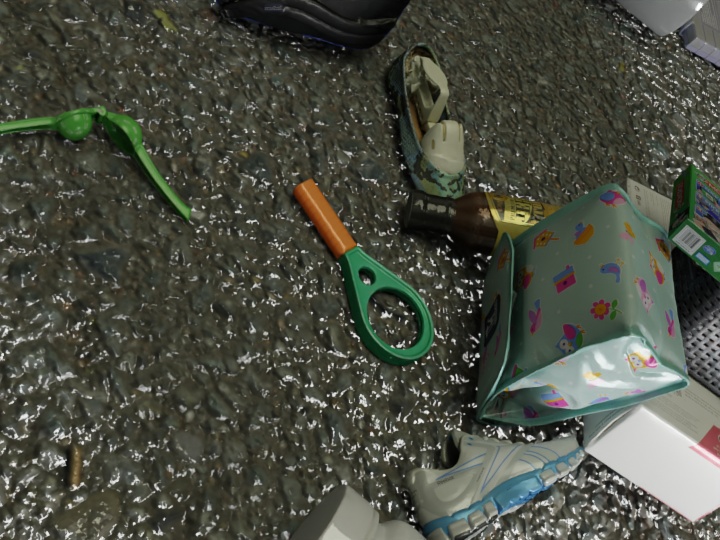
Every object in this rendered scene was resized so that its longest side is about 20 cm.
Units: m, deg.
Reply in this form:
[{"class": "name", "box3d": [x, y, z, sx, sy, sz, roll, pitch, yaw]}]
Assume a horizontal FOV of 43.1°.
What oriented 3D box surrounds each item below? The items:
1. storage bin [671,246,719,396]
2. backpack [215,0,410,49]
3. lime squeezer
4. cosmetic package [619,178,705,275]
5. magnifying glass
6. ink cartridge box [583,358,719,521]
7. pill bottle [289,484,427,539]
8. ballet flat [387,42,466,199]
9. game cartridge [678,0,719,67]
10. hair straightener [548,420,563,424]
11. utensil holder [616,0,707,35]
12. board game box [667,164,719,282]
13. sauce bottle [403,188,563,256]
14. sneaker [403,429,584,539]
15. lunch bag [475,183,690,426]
[{"class": "storage bin", "box3d": [0.391, 0.061, 0.916, 0.198, 0.094, 0.136, 35, 34, -9]}, {"class": "backpack", "box3d": [-0.036, -0.346, 0.962, 0.196, 0.163, 0.171, 15, 52, -22]}, {"class": "lime squeezer", "box3d": [-0.235, -0.108, 0.790, 0.197, 0.038, 0.072, 19, 85, -22]}, {"class": "cosmetic package", "box3d": [0.348, -0.011, 1.038, 0.197, 0.108, 0.086, 22, 52, -17]}, {"class": "magnifying glass", "box3d": [0.000, 0.000, 0.871, 0.079, 0.022, 0.202, -29, 80, -39]}, {"class": "ink cartridge box", "box3d": [0.299, 0.122, 0.914, 0.144, 0.085, 0.202, 33, 37, -11]}, {"class": "pill bottle", "box3d": [0.033, 0.262, 0.677, 0.199, 0.113, 0.114, 41, 50, -3]}, {"class": "ballet flat", "box3d": [0.076, -0.159, 0.982, 0.073, 0.074, 0.204, -3, 65, -32]}, {"class": "game cartridge", "box3d": [0.552, -0.407, 1.446, 0.127, 0.038, 0.204, 17, 56, -18]}, {"class": "hair straightener", "box3d": [0.210, 0.067, 0.924, 0.040, 0.077, 0.202, 31, 51, -13]}, {"class": "utensil holder", "box3d": [0.410, -0.463, 1.304, 0.199, 0.170, 0.171, 37, 50, -9]}, {"class": "board game box", "box3d": [0.380, -0.005, 0.871, 0.199, 0.029, 0.135, 40, 33, -1]}, {"class": "sauce bottle", "box3d": [0.143, -0.045, 0.935, 0.195, 0.065, 0.066, 10, 57, -7]}, {"class": "sneaker", "box3d": [0.120, 0.173, 0.813, 0.197, 0.075, 0.087, -15, 62, -39]}, {"class": "lunch bag", "box3d": [0.185, 0.043, 0.849, 0.121, 0.198, 0.173, 34, 46, -32]}]
